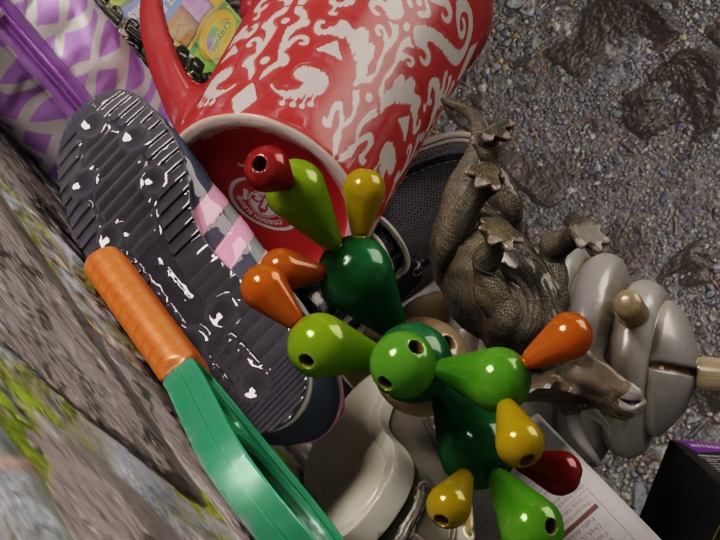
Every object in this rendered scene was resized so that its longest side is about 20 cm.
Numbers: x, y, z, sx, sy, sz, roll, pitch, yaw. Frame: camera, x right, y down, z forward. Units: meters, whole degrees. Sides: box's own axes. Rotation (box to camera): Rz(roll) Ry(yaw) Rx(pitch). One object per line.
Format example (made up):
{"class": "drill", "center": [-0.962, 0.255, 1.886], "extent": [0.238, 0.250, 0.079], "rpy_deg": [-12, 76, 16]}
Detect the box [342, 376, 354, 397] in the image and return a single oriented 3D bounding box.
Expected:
{"class": "box", "center": [-0.093, 0.009, 1.058], "extent": [0.160, 0.044, 0.200], "rpy_deg": [50, -1, -33]}

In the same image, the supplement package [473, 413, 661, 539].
{"class": "supplement package", "center": [0.115, 0.183, 0.728], "extent": [0.117, 0.117, 0.200], "rpy_deg": [48, 0, -33]}

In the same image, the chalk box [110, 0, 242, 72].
{"class": "chalk box", "center": [-0.172, -0.166, 1.156], "extent": [0.200, 0.124, 0.124], "rpy_deg": [48, -24, -20]}

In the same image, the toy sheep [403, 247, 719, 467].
{"class": "toy sheep", "center": [0.112, 0.048, 0.841], "extent": [0.199, 0.139, 0.138], "rpy_deg": [12, -15, 19]}

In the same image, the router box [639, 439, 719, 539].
{"class": "router box", "center": [0.185, 0.211, 0.809], "extent": [0.051, 0.201, 0.149], "rpy_deg": [10, 19, -27]}

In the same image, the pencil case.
{"class": "pencil case", "center": [-0.162, -0.108, 0.811], "extent": [0.200, 0.084, 0.085], "rpy_deg": [50, -11, -34]}

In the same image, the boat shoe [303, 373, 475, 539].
{"class": "boat shoe", "center": [0.016, 0.102, 0.764], "extent": [0.060, 0.072, 0.202], "rpy_deg": [38, 8, -10]}

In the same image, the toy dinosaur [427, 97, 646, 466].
{"class": "toy dinosaur", "center": [0.063, -0.006, 0.753], "extent": [0.200, 0.077, 0.103], "rpy_deg": [55, -37, 34]}

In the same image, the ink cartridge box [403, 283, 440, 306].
{"class": "ink cartridge box", "center": [0.068, 0.085, 1.136], "extent": [0.196, 0.043, 0.201], "rpy_deg": [-13, -75, 52]}

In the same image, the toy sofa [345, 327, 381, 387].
{"class": "toy sofa", "center": [0.062, 0.099, 1.048], "extent": [0.199, 0.083, 0.098], "rpy_deg": [8, -28, 47]}

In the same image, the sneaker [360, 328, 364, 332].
{"class": "sneaker", "center": [-0.059, -0.038, 0.987], "extent": [0.201, 0.073, 0.114], "rpy_deg": [48, 3, -16]}

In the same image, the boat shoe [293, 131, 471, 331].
{"class": "boat shoe", "center": [0.000, 0.000, 0.850], "extent": [0.075, 0.200, 0.093], "rpy_deg": [49, 6, -6]}

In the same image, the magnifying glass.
{"class": "magnifying glass", "center": [-0.060, 0.057, 0.614], "extent": [0.200, 0.022, 0.080], "rpy_deg": [51, 1, 39]}

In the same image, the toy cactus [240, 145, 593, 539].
{"class": "toy cactus", "center": [0.028, 0.032, 0.674], "extent": [0.200, 0.102, 0.165], "rpy_deg": [44, 0, 9]}

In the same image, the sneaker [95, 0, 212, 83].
{"class": "sneaker", "center": [-0.153, -0.103, 0.921], "extent": [0.200, 0.090, 0.079], "rpy_deg": [41, 28, -20]}

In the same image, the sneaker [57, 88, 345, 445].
{"class": "sneaker", "center": [-0.076, 0.003, 0.730], "extent": [0.201, 0.070, 0.082], "rpy_deg": [58, 9, 25]}

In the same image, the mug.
{"class": "mug", "center": [-0.036, -0.097, 0.834], "extent": [0.176, 0.201, 0.134], "rpy_deg": [2, -48, 21]}
